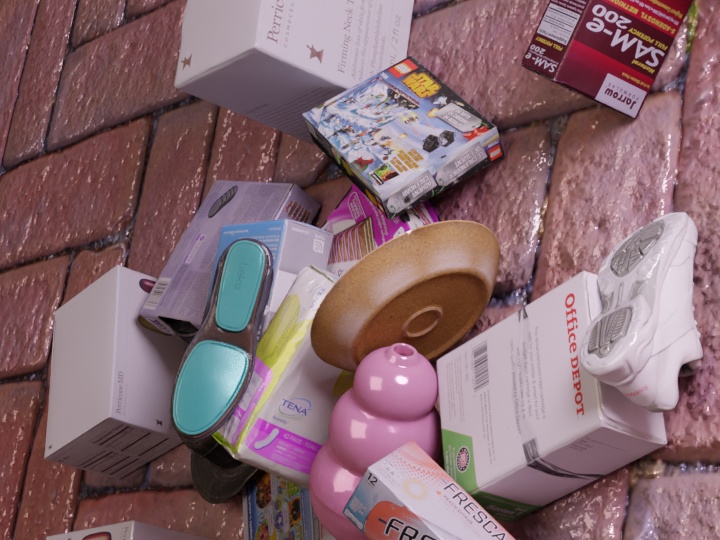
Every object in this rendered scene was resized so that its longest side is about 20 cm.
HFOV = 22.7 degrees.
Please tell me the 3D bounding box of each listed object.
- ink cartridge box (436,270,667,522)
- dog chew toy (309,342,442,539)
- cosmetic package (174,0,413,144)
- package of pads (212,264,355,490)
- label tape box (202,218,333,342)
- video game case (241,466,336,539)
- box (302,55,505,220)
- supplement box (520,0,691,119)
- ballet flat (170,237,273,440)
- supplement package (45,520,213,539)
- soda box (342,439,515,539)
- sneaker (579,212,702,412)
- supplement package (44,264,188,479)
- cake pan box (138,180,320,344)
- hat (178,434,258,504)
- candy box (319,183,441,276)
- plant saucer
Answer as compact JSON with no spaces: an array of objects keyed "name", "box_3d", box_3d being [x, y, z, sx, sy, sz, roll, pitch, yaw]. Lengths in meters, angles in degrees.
[{"name":"ink cartridge box","box_3d":[0.161,0.112,1.546,0.200,0.084,0.147,-33,48,42]},{"name":"dog chew toy","box_3d":[0.022,0.158,1.653,0.125,0.123,0.202,-127,42,-52]},{"name":"cosmetic package","box_3d":[-0.071,-0.261,1.964,0.166,0.199,0.169,-15,62,51]},{"name":"package of pads","box_3d":[-0.040,0.109,1.748,0.201,0.154,0.068,-59,39,4]},{"name":"label tape box","box_3d":[-0.106,0.053,1.873,0.143,0.066,0.202,-3,76,58]},{"name":"video game case","box_3d":[-0.058,0.234,1.856,0.200,0.018,0.144,-37,46,39]},{"name":"box","box_3d":[0.041,-0.138,1.820,0.136,0.040,0.200,-29,36,-9]},{"name":"supplement box","box_3d":[0.237,-0.250,1.601,0.061,0.108,0.201,36,105,55]},{"name":"ballet flat","box_3d":[-0.127,0.068,1.711,0.073,0.073,0.202,2,72,55]},{"name":"supplement package","box_3d":[-0.267,0.352,2.012,0.199,0.109,0.115,-19,59,49]},{"name":"soda box","box_3d":[0.081,0.239,1.516,0.200,0.068,0.064,42,129,19]},{"name":"sneaker","box_3d":[0.244,0.038,1.474,0.078,0.099,0.201,-23,30,44]},{"name":"supplement package","box_3d":[-0.291,0.124,2.163,0.155,0.110,0.202,-32,50,43]},{"name":"cake pan box","box_3d":[-0.153,-0.009,2.044,0.184,0.052,0.201,2,59,57]},{"name":"hat","box_3d":[-0.156,0.148,1.966,0.200,0.081,0.202,-39,36,37]},{"name":"candy box","box_3d":[0.000,0.000,1.854,0.201,0.061,0.137,-53,36,25]},{"name":"plant saucer","box_3d":[0.050,0.036,1.654,0.201,0.199,0.036,-51,54,27]}]
